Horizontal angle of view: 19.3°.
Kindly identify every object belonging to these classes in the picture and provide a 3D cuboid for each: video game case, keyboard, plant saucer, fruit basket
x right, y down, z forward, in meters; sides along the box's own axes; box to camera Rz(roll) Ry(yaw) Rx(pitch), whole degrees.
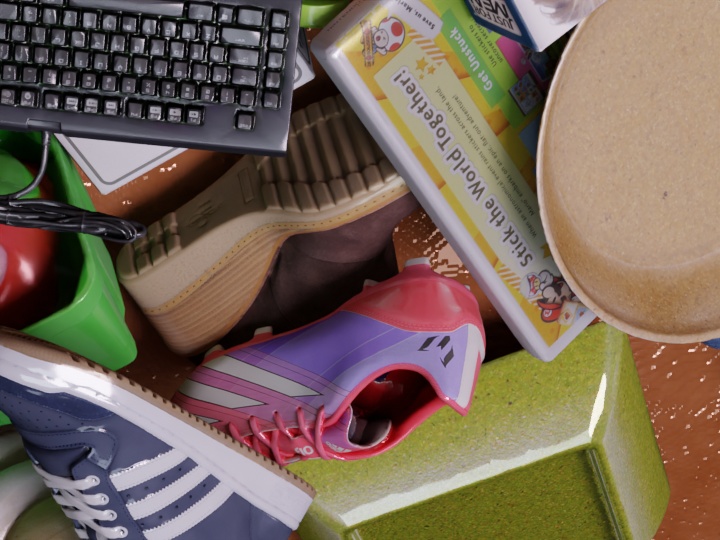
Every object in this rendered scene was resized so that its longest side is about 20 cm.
[{"bbox_3d":[0.096,-0.087,0.939,0.182,0.023,0.200,-44,124,-10],"label":"video game case"},{"bbox_3d":[-0.128,-0.068,0.868,0.199,0.021,0.127,6,103,-1],"label":"keyboard"},{"bbox_3d":[0.153,-0.067,0.944,0.200,0.035,0.201,-11,114,-26],"label":"plant saucer"},{"bbox_3d":[0.065,0.126,1.120,0.199,0.048,0.200,-20,143,4],"label":"plant saucer"},{"bbox_3d":[-0.222,-0.011,0.941,0.215,0.156,0.216,-14,145,-10],"label":"fruit basket"}]

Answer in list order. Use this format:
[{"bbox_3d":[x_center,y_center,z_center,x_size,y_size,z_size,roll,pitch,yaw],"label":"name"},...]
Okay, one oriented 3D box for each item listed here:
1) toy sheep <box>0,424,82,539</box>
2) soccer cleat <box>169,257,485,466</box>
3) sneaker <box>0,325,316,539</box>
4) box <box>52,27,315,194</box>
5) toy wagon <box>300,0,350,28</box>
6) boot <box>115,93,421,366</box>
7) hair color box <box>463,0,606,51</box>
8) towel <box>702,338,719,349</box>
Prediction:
[{"bbox_3d":[-0.168,0.129,1.040,0.138,0.200,0.138,1,88,-28],"label":"toy sheep"},{"bbox_3d":[-0.024,0.064,0.986,0.200,0.077,0.067,-29,134,33],"label":"soccer cleat"},{"bbox_3d":[-0.108,0.105,0.907,0.200,0.070,0.109,35,80,-44],"label":"sneaker"},{"bbox_3d":[-0.117,-0.141,0.906,0.116,0.060,0.200,-27,127,10],"label":"box"},{"bbox_3d":[-0.006,-0.177,0.870,0.200,0.040,0.156,-16,123,-31],"label":"toy wagon"},{"bbox_3d":[0.000,0.000,1.030,0.200,0.072,0.166,-26,137,23],"label":"boot"},{"bbox_3d":[0.052,-0.196,0.821,0.100,0.061,0.200,-38,120,-9],"label":"hair color box"},{"bbox_3d":[0.137,-0.051,1.031,0.200,0.049,0.112,35,106,-30],"label":"towel"}]
